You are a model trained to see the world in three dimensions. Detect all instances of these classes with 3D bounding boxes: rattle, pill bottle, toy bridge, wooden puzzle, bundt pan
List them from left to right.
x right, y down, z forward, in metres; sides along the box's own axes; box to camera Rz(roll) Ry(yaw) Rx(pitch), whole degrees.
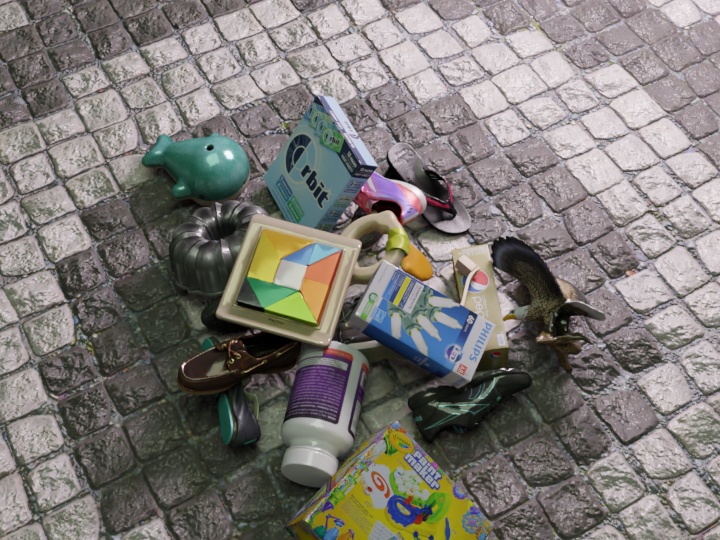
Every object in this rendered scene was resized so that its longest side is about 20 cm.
[{"bbox_3d":[-0.229,-0.048,1.665,0.200,0.076,0.203,-9,38,7],"label":"bundt pan"},{"bbox_3d":[-0.110,0.009,1.551,0.183,0.037,0.201,14,61,7],"label":"wooden puzzle"},{"bbox_3d":[-0.058,0.218,1.510,0.110,0.112,0.201,10,57,6],"label":"pill bottle"},{"bbox_3d":[0.000,0.000,1.654,0.199,0.143,0.131,-35,67,6],"label":"rattle"},{"bbox_3d":[0.126,0.053,1.582,0.067,0.027,0.200,41,63,18],"label":"toy bridge"}]

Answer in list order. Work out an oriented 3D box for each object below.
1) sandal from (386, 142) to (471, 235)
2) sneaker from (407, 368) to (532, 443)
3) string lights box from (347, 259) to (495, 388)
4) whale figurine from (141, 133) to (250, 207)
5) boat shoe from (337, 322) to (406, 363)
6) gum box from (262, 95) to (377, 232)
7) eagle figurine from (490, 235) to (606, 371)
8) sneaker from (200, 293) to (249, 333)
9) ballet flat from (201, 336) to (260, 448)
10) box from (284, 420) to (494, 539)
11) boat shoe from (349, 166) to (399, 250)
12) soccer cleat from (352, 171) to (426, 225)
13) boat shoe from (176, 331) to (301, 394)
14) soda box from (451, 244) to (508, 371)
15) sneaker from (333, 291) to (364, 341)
[{"bbox_3d":[0.121,-0.144,1.754,0.075,0.045,0.200,-40,91,-27],"label":"sandal"},{"bbox_3d":[0.176,0.208,1.554,0.198,0.075,0.080,-16,71,-3],"label":"sneaker"},{"bbox_3d":[0.092,0.082,1.512,0.199,0.059,0.103,29,68,-3],"label":"string lights box"},{"bbox_3d":[-0.294,-0.197,1.784,0.199,0.104,0.160,23,60,14],"label":"whale figurine"},{"bbox_3d":[0.062,0.106,1.599,0.199,0.072,0.061,-3,57,-14],"label":"boat shoe"},{"bbox_3d":[-0.073,-0.168,1.720,0.044,0.200,0.171,1,47,-43],"label":"gum box"},{"bbox_3d":[0.294,0.041,1.604,0.149,0.152,0.201,1,56,-9],"label":"eagle figurine"},{"bbox_3d":[-0.183,0.034,1.663,0.199,0.076,0.091,-28,51,-25],"label":"sneaker"},{"bbox_3d":[-0.197,0.189,1.560,0.072,0.073,0.201,-14,52,-10],"label":"ballet flat"},{"bbox_3d":[0.039,0.354,1.378,0.200,0.122,0.192,47,65,2],"label":"box"},{"bbox_3d":[0.035,-0.125,1.769,0.066,0.057,0.201,24,59,14],"label":"boat shoe"},{"bbox_3d":[0.013,-0.131,1.704,0.199,0.069,0.073,23,42,23],"label":"soccer cleat"},{"bbox_3d":[-0.183,0.129,1.520,0.199,0.071,0.071,-16,57,-27],"label":"boat shoe"},{"bbox_3d":[0.195,0.059,1.640,0.063,0.068,0.201,-8,57,3],"label":"soda box"},{"bbox_3d":[0.001,0.059,1.632,0.198,0.082,0.075,-16,58,-11],"label":"sneaker"}]
